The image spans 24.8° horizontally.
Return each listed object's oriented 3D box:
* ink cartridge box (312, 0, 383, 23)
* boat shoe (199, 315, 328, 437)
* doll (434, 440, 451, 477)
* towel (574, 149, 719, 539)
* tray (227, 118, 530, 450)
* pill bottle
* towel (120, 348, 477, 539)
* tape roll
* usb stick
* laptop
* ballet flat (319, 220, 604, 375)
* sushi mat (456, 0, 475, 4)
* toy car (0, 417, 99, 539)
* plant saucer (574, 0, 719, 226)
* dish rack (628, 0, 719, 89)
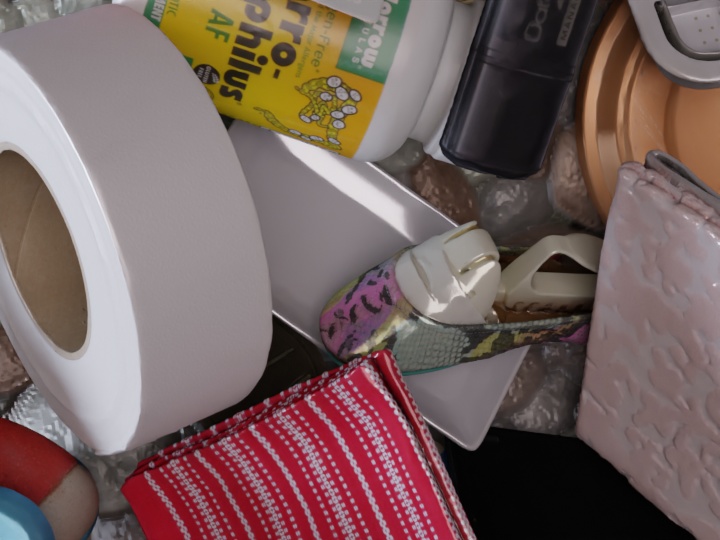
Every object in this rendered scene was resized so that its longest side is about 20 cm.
[{"bbox_3d":[-0.050,-0.206,0.793,0.159,0.047,0.201,19,56,-8],"label":"ink cartridge box"},{"bbox_3d":[-0.026,0.097,0.839,0.072,0.068,0.200,-35,60,-9],"label":"boat shoe"},{"bbox_3d":[0.029,0.153,0.877,0.198,0.049,0.138,-1,73,-7],"label":"doll"},{"bbox_3d":[0.185,0.066,0.768,0.032,0.200,0.192,-25,137,-28],"label":"towel"},{"bbox_3d":[0.000,0.000,0.864,0.199,0.022,0.108,35,64,-7],"label":"tray"},{"bbox_3d":[-0.021,-0.121,0.821,0.198,0.113,0.114,19,92,-7],"label":"pill bottle"},{"bbox_3d":[-0.028,0.133,0.777,0.022,0.199,0.146,-21,85,-48],"label":"towel"},{"bbox_3d":[-0.122,-0.018,0.771,0.070,0.202,0.204,-22,96,-29],"label":"tape roll"},{"bbox_3d":[0.088,-0.137,0.753,0.055,0.033,0.202,10,110,-22],"label":"usb stick"},{"bbox_3d":[0.125,0.202,0.857,0.185,0.201,0.116,9,134,-17],"label":"laptop"},{"bbox_3d":[0.076,0.008,0.837,0.198,0.071,0.070,-3,55,-23],"label":"ballet flat"},{"bbox_3d":[0.113,-0.204,0.879,0.198,0.012,0.097,-12,96,-4],"label":"sushi mat"},{"bbox_3d":[-0.247,0.110,0.785,0.200,0.184,0.177,43,90,-1],"label":"toy car"},{"bbox_3d":[0.215,-0.082,0.882,0.198,0.032,0.203,-1,98,-6],"label":"plant saucer"},{"bbox_3d":[0.221,-0.171,0.837,0.198,0.044,0.173,-12,64,-4],"label":"dish rack"}]
